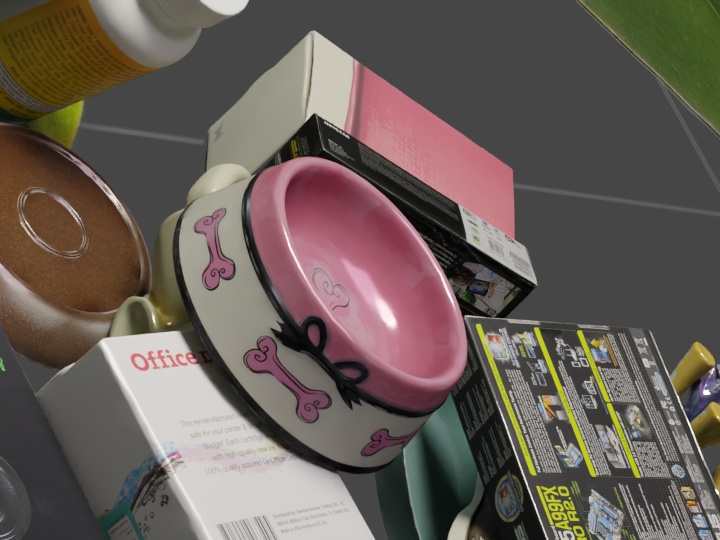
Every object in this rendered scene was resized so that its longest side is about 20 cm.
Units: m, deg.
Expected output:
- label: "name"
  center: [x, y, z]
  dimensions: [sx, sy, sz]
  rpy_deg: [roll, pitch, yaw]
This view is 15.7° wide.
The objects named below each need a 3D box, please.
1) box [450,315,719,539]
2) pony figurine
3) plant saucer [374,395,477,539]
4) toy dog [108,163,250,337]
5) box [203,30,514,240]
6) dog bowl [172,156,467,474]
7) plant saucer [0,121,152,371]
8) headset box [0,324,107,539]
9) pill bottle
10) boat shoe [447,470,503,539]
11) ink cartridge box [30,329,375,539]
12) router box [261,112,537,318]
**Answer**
- label: "box"
  center: [0.153, 0.125, 1.744]
  dimensions: [0.160, 0.044, 0.200]
  rpy_deg: [4, 50, -31]
- label: "pony figurine"
  center: [0.196, 0.149, 1.896]
  dimensions: [0.166, 0.200, 0.193]
  rpy_deg: [39, 18, -16]
- label: "plant saucer"
  center: [0.052, 0.146, 1.776]
  dimensions: [0.200, 0.036, 0.200]
  rpy_deg: [-11, 90, -69]
- label: "toy dog"
  center: [-0.061, 0.045, 1.719]
  dimensions: [0.200, 0.139, 0.194]
  rpy_deg: [32, 40, -50]
- label: "box"
  center: [-0.001, -0.056, 1.902]
  dimensions: [0.200, 0.128, 0.109]
  rpy_deg: [32, 35, -24]
- label: "dog bowl"
  center: [-0.017, 0.019, 1.570]
  dimensions: [0.200, 0.074, 0.200]
  rpy_deg: [39, 30, -27]
- label: "plant saucer"
  center: [-0.207, -0.024, 1.699]
  dimensions: [0.200, 0.032, 0.200]
  rpy_deg: [33, 33, -25]
- label: "headset box"
  center: [-0.248, 0.121, 1.426]
  dimensions: [0.174, 0.093, 0.200]
  rpy_deg: [0, 55, -52]
- label: "pill bottle"
  center: [-0.175, -0.176, 1.721]
  dimensions: [0.113, 0.200, 0.113]
  rpy_deg: [32, 48, -45]
- label: "boat shoe"
  center: [0.110, 0.159, 1.784]
  dimensions: [0.200, 0.059, 0.072]
  rpy_deg: [-60, 136, -60]
- label: "ink cartridge box"
  center: [-0.104, 0.154, 1.521]
  dimensions: [0.147, 0.146, 0.200]
  rpy_deg: [-4, 60, -53]
- label: "router box"
  center: [0.000, 0.000, 1.817]
  dimensions: [0.200, 0.149, 0.051]
  rpy_deg: [32, 25, -27]
